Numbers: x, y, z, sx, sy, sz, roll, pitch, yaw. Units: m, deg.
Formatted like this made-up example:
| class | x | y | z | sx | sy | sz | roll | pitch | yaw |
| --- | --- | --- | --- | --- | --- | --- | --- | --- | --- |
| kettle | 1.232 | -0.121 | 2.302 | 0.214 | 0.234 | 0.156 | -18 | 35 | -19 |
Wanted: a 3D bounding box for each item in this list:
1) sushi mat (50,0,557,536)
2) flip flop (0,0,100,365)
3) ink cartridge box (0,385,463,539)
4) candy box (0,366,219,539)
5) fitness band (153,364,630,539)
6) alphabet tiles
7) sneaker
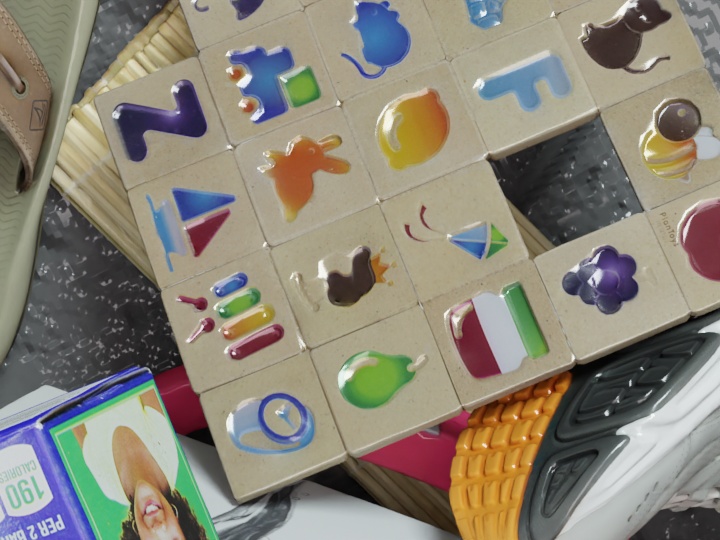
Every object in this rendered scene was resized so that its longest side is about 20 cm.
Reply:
| class | x | y | z | sx | sy | sz | roll | pitch | yaw |
| --- | --- | --- | --- | --- | --- | --- | --- | --- | --- |
| sushi mat | 0.000 | 0.000 | 0.861 | 0.200 | 0.012 | 0.096 | 44 | 92 | -9 |
| flip flop | -0.124 | -0.054 | 0.815 | 0.081 | 0.058 | 0.201 | 12 | 100 | 6 |
| ink cartridge box | -0.035 | 0.136 | 0.781 | 0.199 | 0.084 | 0.145 | 19 | 106 | 13 |
| candy box | -0.096 | 0.149 | 0.718 | 0.168 | 0.077 | 0.201 | -23 | 93 | 22 |
| fitness band | -0.004 | 0.106 | 0.856 | 0.199 | 0.037 | 0.144 | 23 | 105 | -6 |
| alphabet tiles | 0.010 | -0.053 | 0.801 | 0.166 | 0.008 | 0.201 | -22 | 65 | 1 |
| sneaker | 0.104 | 0.044 | 0.806 | 0.200 | 0.075 | 0.092 | -42 | 113 | -41 |
